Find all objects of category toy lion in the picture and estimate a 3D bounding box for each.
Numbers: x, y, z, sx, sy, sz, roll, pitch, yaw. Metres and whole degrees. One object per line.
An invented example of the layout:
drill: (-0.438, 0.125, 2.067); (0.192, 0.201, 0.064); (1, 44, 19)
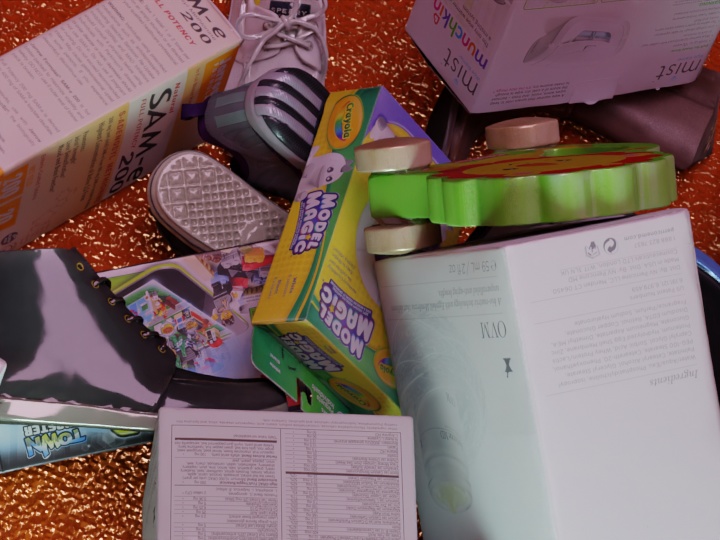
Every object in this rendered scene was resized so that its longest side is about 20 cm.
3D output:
toy lion: (0.108, -0.051, 1.485); (0.200, 0.191, 0.069); (-13, 99, -48)

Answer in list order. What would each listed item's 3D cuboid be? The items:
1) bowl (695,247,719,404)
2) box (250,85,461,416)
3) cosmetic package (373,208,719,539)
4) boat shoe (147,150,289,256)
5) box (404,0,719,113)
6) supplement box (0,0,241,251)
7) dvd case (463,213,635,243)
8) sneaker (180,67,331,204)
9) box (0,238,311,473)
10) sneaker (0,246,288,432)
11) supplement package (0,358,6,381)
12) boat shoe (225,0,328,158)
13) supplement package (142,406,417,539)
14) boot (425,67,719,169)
bowl: (0.164, 0.072, 1.611); (0.200, 0.039, 0.201); (-1, 95, -8)
box: (0.000, 0.000, 1.565); (0.117, 0.048, 0.200); (44, 54, -41)
cosmetic package: (0.110, 0.077, 1.469); (0.123, 0.199, 0.201); (-12, 91, -20)
boat shoe: (-0.057, -0.001, 1.631); (0.200, 0.062, 0.075); (40, 75, -10)
box: (0.156, -0.205, 1.671); (0.200, 0.177, 0.097); (-11, 51, -33)
supplement box: (-0.181, -0.095, 1.608); (0.200, 0.126, 0.074); (-33, 74, -27)
dvd case: (0.151, 0.034, 1.636); (0.200, 0.018, 0.143); (39, 89, -8)
sneaker: (-0.029, -0.065, 1.646); (0.200, 0.087, 0.075); (44, 53, -41)
box: (-0.136, 0.051, 1.559); (0.199, 0.035, 0.110); (-11, 92, -15)
sneaker: (-0.136, 0.041, 1.501); (0.199, 0.075, 0.107); (4, 85, -19)
supplement package: (-0.285, 0.108, 1.424); (0.109, 0.200, 0.114); (31, 57, 1)
boat shoe: (-0.051, -0.162, 1.705); (0.074, 0.086, 0.202); (10, 60, -11)
supplement package: (-0.050, 0.202, 1.463); (0.150, 0.152, 0.200); (2, 62, -8)
boot: (0.153, -0.101, 1.749); (0.200, 0.064, 0.187); (25, 56, -7)
